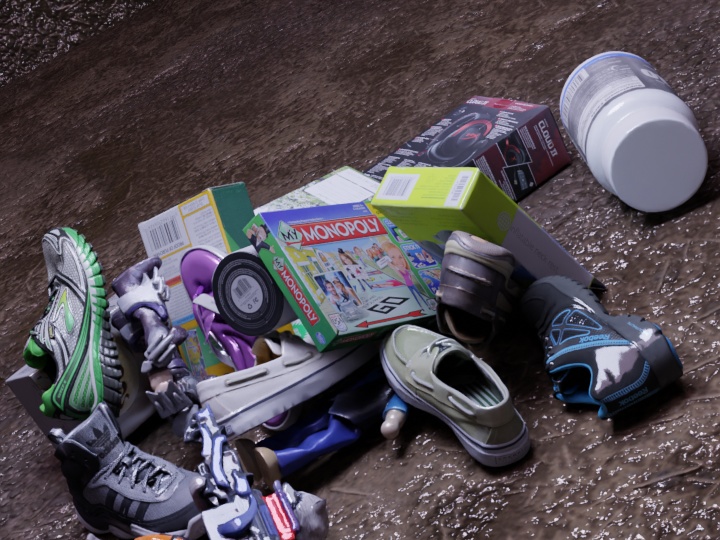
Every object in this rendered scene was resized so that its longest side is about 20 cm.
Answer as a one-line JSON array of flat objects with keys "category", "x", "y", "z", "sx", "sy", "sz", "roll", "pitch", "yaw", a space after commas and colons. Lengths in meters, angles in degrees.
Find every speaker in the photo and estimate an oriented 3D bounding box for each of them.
[{"category": "speaker", "x": -0.049, "y": -0.001, "z": 1.428, "sx": 0.081, "sy": 0.081, "sz": 0.200, "roll": -9, "pitch": 8, "yaw": 34}]

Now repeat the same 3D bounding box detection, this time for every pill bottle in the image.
[{"category": "pill bottle", "x": 0.271, "y": -0.138, "z": 1.512, "sx": 0.114, "sy": 0.114, "sz": 0.200, "roll": -24, "pitch": 24, "yaw": 6}]

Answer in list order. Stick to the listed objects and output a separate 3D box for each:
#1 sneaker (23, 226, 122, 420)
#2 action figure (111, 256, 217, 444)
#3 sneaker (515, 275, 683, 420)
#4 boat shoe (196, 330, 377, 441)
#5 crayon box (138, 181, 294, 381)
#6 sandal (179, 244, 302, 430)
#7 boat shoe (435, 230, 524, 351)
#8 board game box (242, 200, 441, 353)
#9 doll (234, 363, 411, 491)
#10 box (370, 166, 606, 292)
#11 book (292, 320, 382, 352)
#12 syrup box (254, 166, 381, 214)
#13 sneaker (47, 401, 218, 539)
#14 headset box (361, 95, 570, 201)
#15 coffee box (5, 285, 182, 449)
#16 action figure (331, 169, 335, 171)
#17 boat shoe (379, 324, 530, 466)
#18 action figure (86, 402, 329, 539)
[{"category": "sneaker", "x": -0.283, "y": 0.048, "z": 1.463, "sx": 0.085, "sy": 0.200, "sz": 0.078, "roll": -6, "pitch": -25, "yaw": -18}, {"category": "action figure", "x": -0.180, "y": 0.085, "z": 1.439, "sx": 0.069, "sy": 0.130, "sz": 0.200, "roll": -25, "pitch": 53, "yaw": -9}, {"category": "sneaker", "x": 0.175, "y": 0.061, "z": 1.257, "sx": 0.082, "sy": 0.073, "sz": 0.200, "roll": -36, "pitch": 24, "yaw": -14}, {"category": "boat shoe", "x": -0.066, "y": 0.086, "z": 1.362, "sx": 0.200, "sy": 0.070, "sz": 0.071, "roll": -26, "pitch": -4, "yaw": -41}, {"category": "crayon box", "x": -0.139, "y": 0.027, "z": 1.512, "sx": 0.052, "sy": 0.200, "sz": 0.126, "roll": -14, "pitch": -5, "yaw": -45}, {"category": "sandal", "x": -0.119, "y": 0.059, "z": 1.430, "sx": 0.050, "sy": 0.203, "sz": 0.082, "roll": -12, "pitch": -30, "yaw": -48}, {"category": "boat shoe", "x": 0.094, "y": 0.027, "z": 1.321, "sx": 0.074, "sy": 0.200, "sz": 0.073, "roll": 22, "pitch": 78, "yaw": 16}, {"category": "board game box", "x": 0.000, "y": 0.000, "z": 1.379, "sx": 0.200, "sy": 0.135, "sz": 0.029, "roll": -10, "pitch": -29, "yaw": -51}, {"category": "doll", "x": -0.006, "y": 0.125, "z": 1.344, "sx": 0.200, "sy": 0.049, "sz": 0.136, "roll": -30, "pitch": 19, "yaw": -22}, {"category": "box", "x": 0.116, "y": -0.021, "z": 1.367, "sx": 0.122, "sy": 0.200, "sz": 0.048, "roll": 6, "pitch": 63, "yaw": 50}, {"category": "book", "x": 0.013, "y": 0.033, "z": 1.526, "sx": 0.200, "sy": 0.048, "sz": 0.134, "roll": -32, "pitch": 23, "yaw": -3}, {"category": "syrup box", "x": -0.058, "y": -0.030, "z": 1.604, "sx": 0.200, "sy": 0.082, "sz": 0.079, "roll": -29, "pitch": 42, "yaw": -34}, {"category": "sneaker", "x": -0.205, "y": 0.180, "z": 1.356, "sx": 0.200, "sy": 0.114, "sz": 0.075, "roll": -4, "pitch": 33, "yaw": 42}, {"category": "headset box", "x": 0.121, "y": -0.117, "z": 1.674, "sx": 0.200, "sy": 0.075, "sz": 0.149, "roll": -36, "pitch": 25, "yaw": -20}, {"category": "coffee box", "x": -0.245, "y": 0.094, "z": 1.562, "sx": 0.200, "sy": 0.113, "sz": 0.080, "roll": -41, "pitch": 13, "yaw": -30}, {"category": "action figure", "x": -0.068, "y": -0.055, "z": 1.760, "sx": 0.200, "sy": 0.070, "sz": 0.130, "roll": -23, "pitch": 16, "yaw": -1}, {"category": "boat shoe", "x": 0.078, "y": 0.088, "z": 1.272, "sx": 0.072, "sy": 0.062, "sz": 0.200, "roll": -23, "pitch": 34, "yaw": -21}, {"category": "action figure", "x": -0.116, "y": 0.215, "z": 1.216, "sx": 0.193, "sy": 0.105, "sz": 0.200, "roll": -20, "pitch": 49, "yaw": 3}]
